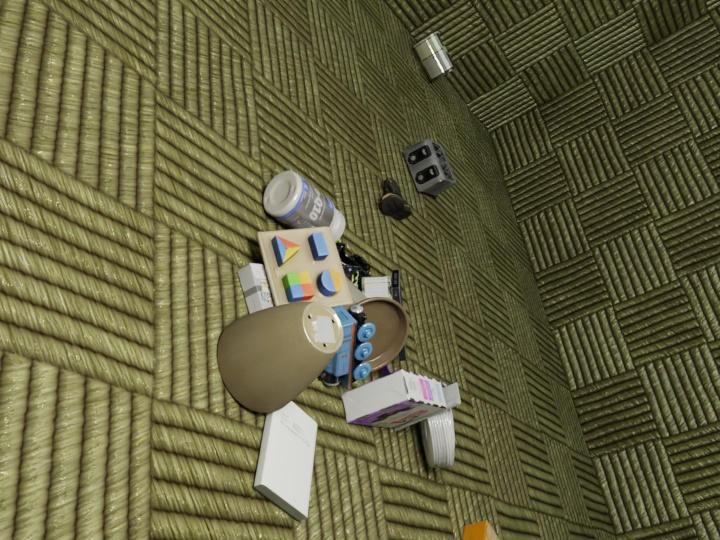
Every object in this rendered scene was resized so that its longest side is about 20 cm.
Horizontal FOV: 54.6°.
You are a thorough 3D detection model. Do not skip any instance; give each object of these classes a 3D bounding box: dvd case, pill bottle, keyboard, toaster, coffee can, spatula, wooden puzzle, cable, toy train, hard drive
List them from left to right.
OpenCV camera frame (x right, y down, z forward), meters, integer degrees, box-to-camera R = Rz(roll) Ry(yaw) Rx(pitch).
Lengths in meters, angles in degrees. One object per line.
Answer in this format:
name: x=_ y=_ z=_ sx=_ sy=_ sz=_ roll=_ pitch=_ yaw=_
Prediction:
hard drive: x=-0.135 y=0.343 z=1.305 sx=0.132 sy=0.026 sz=0.202 roll=48 pitch=30 yaw=-32
pill bottle: x=-0.129 y=-0.141 z=1.661 sx=0.199 sy=0.113 sz=0.115 roll=34 pitch=38 yaw=-48
wooden puzzle: x=-0.111 y=-0.008 z=1.481 sx=0.197 sy=0.046 sz=0.188 roll=-5 pitch=69 yaw=-37
toy train: x=-0.036 y=0.167 z=1.509 sx=0.113 sy=0.203 sz=0.087 roll=-13 pitch=36 yaw=-27
keyboard: x=0.000 y=0.000 z=1.878 sx=0.200 sy=0.039 sz=0.105 roll=40 pitch=35 yaw=-44
spatula: x=0.073 y=0.255 z=1.681 sx=0.200 sy=0.020 sz=0.057 roll=129 pitch=-64 yaw=-81
dvd case: x=0.102 y=0.118 z=1.858 sx=0.151 sy=0.024 sz=0.204 roll=-81 pitch=165 yaw=-72
keyboard: x=0.157 y=0.332 z=1.690 sx=0.011 sy=0.198 sz=0.057 roll=38 pitch=36 yaw=-35
toaster: x=0.270 y=-0.389 z=2.682 sx=0.199 sy=0.117 sz=0.184 roll=3 pitch=65 yaw=-63
coffee can: x=0.367 y=-1.059 z=3.460 sx=0.202 sy=0.145 sz=0.147 roll=59 pitch=25 yaw=-11
cable: x=0.191 y=0.398 z=1.762 sx=0.200 sy=0.068 sz=0.204 roll=92 pitch=-9 yaw=-70

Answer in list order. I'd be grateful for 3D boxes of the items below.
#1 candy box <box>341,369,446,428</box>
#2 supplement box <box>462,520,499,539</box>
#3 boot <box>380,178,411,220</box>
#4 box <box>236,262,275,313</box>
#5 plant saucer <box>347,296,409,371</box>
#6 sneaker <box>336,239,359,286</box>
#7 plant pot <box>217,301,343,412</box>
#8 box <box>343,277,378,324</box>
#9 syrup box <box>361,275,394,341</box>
candy box: x=0.081 y=0.301 z=1.607 sx=0.199 sy=0.166 sz=0.073 roll=24 pitch=46 yaw=-54
supplement box: x=0.338 y=0.770 z=1.798 sx=0.202 sy=0.073 sz=0.126 roll=58 pitch=26 yaw=-16
boot: x=0.092 y=-0.252 z=2.270 sx=0.140 sy=0.076 sz=0.200 roll=68 pitch=11 yaw=18
box: x=-0.170 y=0.089 z=1.455 sx=0.155 sy=0.041 sz=0.203 roll=5 pitch=61 yaw=-61
plant saucer: x=0.022 y=0.148 z=1.632 sx=0.200 sy=0.200 sz=0.029 roll=45 pitch=1 yaw=-35
sneaker: x=-0.034 y=0.018 z=1.737 sx=0.202 sy=0.082 sz=0.072 roll=64 pitch=25 yaw=-7
plant pot: x=-0.126 y=0.137 z=1.258 sx=0.186 sy=0.199 sz=0.190 roll=25 pitch=50 yaw=-35
box: x=-0.053 y=0.070 z=1.630 sx=0.200 sy=0.094 sz=0.078 roll=47 pitch=14 yaw=-36
syrup box: x=0.044 y=0.115 z=1.781 sx=0.082 sy=0.077 sz=0.202 roll=85 pitch=2 yaw=-50
